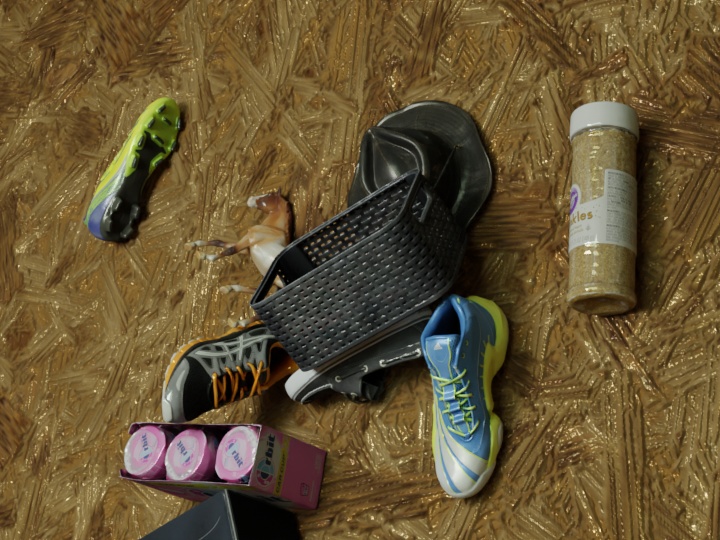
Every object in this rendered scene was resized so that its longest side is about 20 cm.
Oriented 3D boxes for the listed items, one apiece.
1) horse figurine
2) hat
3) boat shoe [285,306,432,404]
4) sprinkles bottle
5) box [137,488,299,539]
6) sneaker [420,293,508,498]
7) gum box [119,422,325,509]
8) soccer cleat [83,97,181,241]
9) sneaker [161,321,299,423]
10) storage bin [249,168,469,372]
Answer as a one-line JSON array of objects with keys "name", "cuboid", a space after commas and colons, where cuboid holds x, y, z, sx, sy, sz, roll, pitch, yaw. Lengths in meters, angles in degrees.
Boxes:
[{"name": "horse figurine", "cuboid": [-0.109, -0.005, 1.635, 0.200, 0.132, 0.050, 54, 150, 39]}, {"name": "hat", "cuboid": [0.042, -0.107, 1.565, 0.200, 0.081, 0.202, -17, 61, 33]}, {"name": "boat shoe", "cuboid": [0.005, 0.104, 1.517, 0.199, 0.070, 0.067, -32, 76, 28]}, {"name": "sprinkles bottle", "cuboid": [0.235, -0.061, 1.403, 0.068, 0.068, 0.201, -10, 65, 34]}, {"name": "box", "cuboid": [-0.156, 0.363, 1.486, 0.196, 0.124, 0.201, -31, 55, 22]}, {"name": "sneaker", "cuboid": [0.088, 0.115, 1.416, 0.075, 0.105, 0.201, -8, 65, 35]}, {"name": "gum box", "cuboid": [-0.151, 0.208, 1.557, 0.199, 0.113, 0.067, -3, 69, 37]}, {"name": "soccer cleat", "cuboid": [-0.296, -0.134, 1.854, 0.083, 0.065, 0.201, 21, 85, 44]}, {"name": "sneaker", "cuboid": [-0.137, 0.109, 1.555, 0.077, 0.200, 0.079, 18, 121, 29]}, {"name": "storage bin", "cuboid": [0.000, 0.000, 1.483, 0.199, 0.094, 0.135, -30, 17, 25]}]
